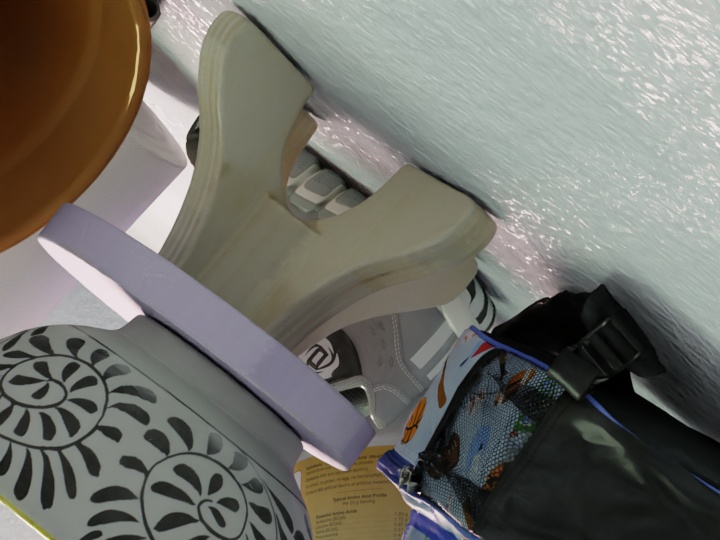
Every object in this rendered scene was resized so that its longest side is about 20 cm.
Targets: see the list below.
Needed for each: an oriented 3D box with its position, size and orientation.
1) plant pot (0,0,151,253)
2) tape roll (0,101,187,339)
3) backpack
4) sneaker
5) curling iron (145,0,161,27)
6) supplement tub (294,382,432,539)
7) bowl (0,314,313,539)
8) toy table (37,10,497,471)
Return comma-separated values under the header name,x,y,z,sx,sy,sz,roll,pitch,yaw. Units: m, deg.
name,x,y,z,sx,sy,sz,roll,pitch,yaw
plant pot,-0.207,-0.113,1.122,0.200,0.200,0.140,47,-173,-50
tape roll,-0.208,-0.075,1.364,0.203,0.139,0.203,43,-175,-5
backpack,0.095,0.105,1.036,0.200,0.154,0.191,39,-176,-19
sneaker,-0.040,0.007,1.230,0.200,0.116,0.075,35,172,36
curling iron,-0.124,-0.119,1.244,0.050,0.026,0.200,38,174,-17
supplement tub,0.030,0.145,1.271,0.144,0.201,0.144,2,160,1
bowl,-0.084,0.081,1.054,0.201,0.094,0.201,38,173,6
toy table,-0.038,-0.011,1.088,0.200,0.117,0.184,34,171,38
